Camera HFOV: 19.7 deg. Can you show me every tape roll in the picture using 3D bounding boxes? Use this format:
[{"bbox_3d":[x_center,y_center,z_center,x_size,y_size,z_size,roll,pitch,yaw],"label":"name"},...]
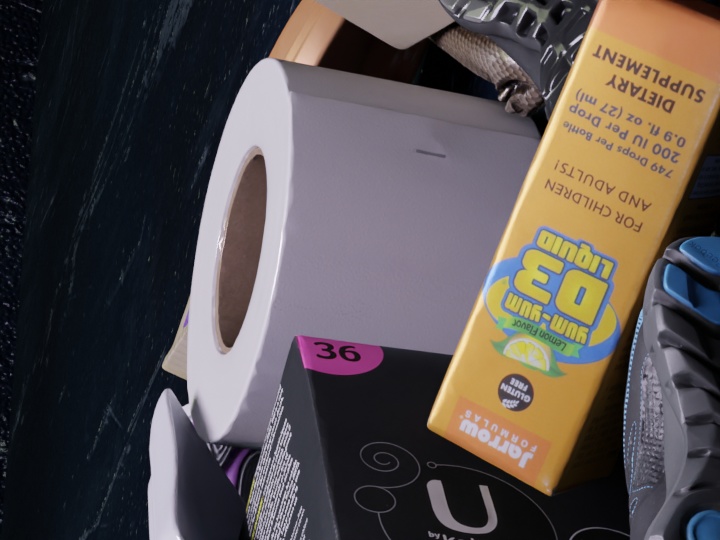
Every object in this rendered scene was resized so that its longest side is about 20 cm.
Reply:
[{"bbox_3d":[0.000,0.000,1.078,0.203,0.139,0.203,-170,90,-74],"label":"tape roll"}]

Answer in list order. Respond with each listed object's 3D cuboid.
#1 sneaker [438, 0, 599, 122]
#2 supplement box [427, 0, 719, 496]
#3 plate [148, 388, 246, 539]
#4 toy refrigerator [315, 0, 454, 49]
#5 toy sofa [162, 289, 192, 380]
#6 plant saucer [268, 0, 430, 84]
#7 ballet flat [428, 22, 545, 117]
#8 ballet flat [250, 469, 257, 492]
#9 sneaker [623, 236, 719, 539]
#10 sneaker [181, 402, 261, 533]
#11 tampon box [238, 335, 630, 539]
[{"bbox_3d":[0.110,-0.099,0.931,0.075,0.079,0.200,-50,46,15],"label":"sneaker"},{"bbox_3d":[0.099,-0.013,0.831,0.069,0.066,0.200,-13,-54,-63],"label":"supplement box"},{"bbox_3d":[-0.054,0.175,1.027,0.200,0.032,0.200,59,-178,-18],"label":"plate"},{"bbox_3d":[0.058,-0.187,1.022,0.200,0.076,0.070,-24,46,51],"label":"toy refrigerator"},{"bbox_3d":[-0.052,-0.017,1.331,0.098,0.083,0.200,-51,18,49],"label":"toy sofa"},{"bbox_3d":[-0.013,-0.117,1.229,0.200,0.037,0.200,-55,-14,-20],"label":"plant saucer"},{"bbox_3d":[0.067,-0.121,1.109,0.200,0.067,0.046,-136,46,-65],"label":"ballet flat"},{"bbox_3d":[0.012,0.175,1.018,0.065,0.070,0.200,-17,103,58],"label":"ballet flat"},{"bbox_3d":[0.133,0.088,0.761,0.082,0.073,0.200,99,179,-56],"label":"sneaker"},{"bbox_3d":[-0.067,0.139,1.188,0.100,0.200,0.075,18,63,41],"label":"sneaker"},{"bbox_3d":[0.040,0.139,0.884,0.200,0.150,0.126,-105,27,-56],"label":"tampon box"}]
